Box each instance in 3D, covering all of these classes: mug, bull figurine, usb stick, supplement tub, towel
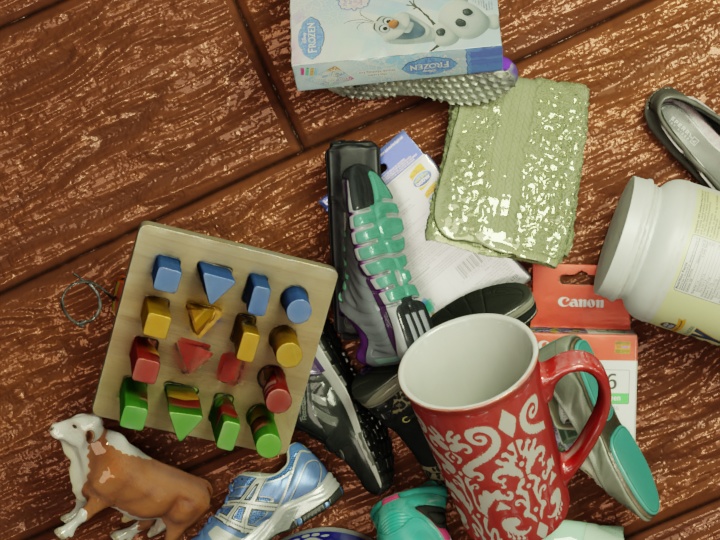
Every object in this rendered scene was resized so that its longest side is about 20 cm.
[{"bbox_3d":[0.143,0.161,1.585,0.177,0.133,0.200,4,130,30],"label":"mug"},{"bbox_3d":[-0.241,0.222,1.695,0.200,0.065,0.121,31,100,-33],"label":"bull figurine"},{"bbox_3d":[-0.004,-0.031,1.677,0.055,0.033,0.200,-3,97,-3],"label":"usb stick"},{"bbox_3d":[0.342,-0.004,1.638,0.200,0.145,0.145,18,95,1],"label":"supplement tub"},{"bbox_3d":[0.150,-0.106,1.666,0.148,0.036,0.200,11,72,2],"label":"towel"}]

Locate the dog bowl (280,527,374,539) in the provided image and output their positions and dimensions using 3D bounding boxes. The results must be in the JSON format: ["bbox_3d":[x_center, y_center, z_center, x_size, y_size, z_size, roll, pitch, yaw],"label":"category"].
[{"bbox_3d":[-0.035,0.369,1.723,0.200,0.079,0.200,0,94,3],"label":"dog bowl"}]

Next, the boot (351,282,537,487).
[{"bbox_3d":[0.112,0.116,1.681,0.204,0.073,0.154,-32,116,7],"label":"boot"}]

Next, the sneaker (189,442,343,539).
[{"bbox_3d":[-0.119,0.251,1.728,0.200,0.076,0.077,-31,86,-4],"label":"sneaker"}]

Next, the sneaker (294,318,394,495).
[{"bbox_3d":[-0.038,0.145,1.718,0.088,0.076,0.200,-27,87,16],"label":"sneaker"}]

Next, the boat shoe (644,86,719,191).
[{"bbox_3d":[0.363,-0.107,1.674,0.200,0.057,0.067,41,95,0],"label":"boat shoe"}]

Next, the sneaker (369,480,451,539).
[{"bbox_3d":[0.069,0.277,1.695,0.084,0.200,0.121,-21,53,14],"label":"sneaker"}]

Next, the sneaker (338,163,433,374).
[{"bbox_3d":[0.000,0.000,1.633,0.088,0.074,0.200,-21,81,34],"label":"sneaker"}]

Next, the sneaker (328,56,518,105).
[{"bbox_3d":[0.061,-0.223,1.660,0.200,0.070,0.100,5,73,20],"label":"sneaker"}]

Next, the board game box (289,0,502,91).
[{"bbox_3d":[0.031,-0.271,1.634,0.199,0.043,0.200,-5,56,3],"label":"board game box"}]

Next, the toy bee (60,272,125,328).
[{"bbox_3d":[-0.206,0.024,1.707,0.200,0.109,0.131,32,87,-24],"label":"toy bee"}]

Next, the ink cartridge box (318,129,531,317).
[{"bbox_3d":[0.065,-0.031,1.705,0.119,0.042,0.200,-40,93,8],"label":"ink cartridge box"}]

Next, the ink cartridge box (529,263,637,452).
[{"bbox_3d":[0.224,0.095,1.701,0.109,0.050,0.200,1,95,3],"label":"ink cartridge box"}]

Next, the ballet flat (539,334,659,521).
[{"bbox_3d":[0.229,0.159,1.658,0.064,0.067,0.200,-24,93,31],"label":"ballet flat"}]

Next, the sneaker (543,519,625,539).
[{"bbox_3d":[0.232,0.353,1.706,0.118,0.074,0.200,-3,92,10],"label":"sneaker"}]

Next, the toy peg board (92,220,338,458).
[{"bbox_3d":[-0.137,0.079,1.612,0.200,0.098,0.199,14,103,-13],"label":"toy peg board"}]
